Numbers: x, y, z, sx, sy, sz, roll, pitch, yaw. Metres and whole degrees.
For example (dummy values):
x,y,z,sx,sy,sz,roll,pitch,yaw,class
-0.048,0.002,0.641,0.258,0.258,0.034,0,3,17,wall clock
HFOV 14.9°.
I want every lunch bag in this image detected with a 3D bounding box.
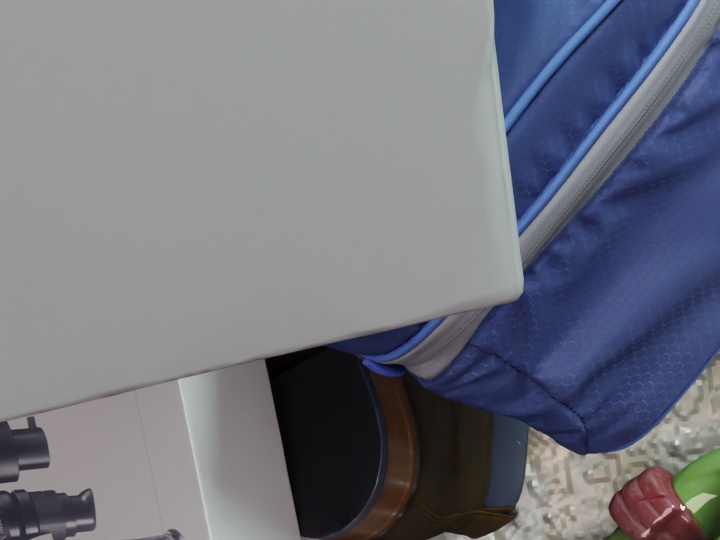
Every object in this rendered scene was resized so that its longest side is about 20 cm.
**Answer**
x,y,z,sx,sy,sz,roll,pitch,yaw,class
0.050,-0.051,0.800,0.132,0.136,0.200,25,116,-30,lunch bag

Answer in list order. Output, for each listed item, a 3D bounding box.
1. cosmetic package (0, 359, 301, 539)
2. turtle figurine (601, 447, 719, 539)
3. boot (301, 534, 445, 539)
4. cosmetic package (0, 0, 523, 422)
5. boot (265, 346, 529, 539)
x,y,z,sx,sy,sz,roll,pitch,yaw,class
-0.101,0.044,0.871,0.150,0.052,0.201,-9,96,32,cosmetic package
0.114,0.043,0.874,0.194,0.200,0.144,-49,56,12,turtle figurine
-0.047,0.080,0.934,0.090,0.073,0.200,-34,96,29,boot
-0.071,-0.090,0.650,0.166,0.200,0.168,-13,119,-7,cosmetic package
0.000,0.000,0.921,0.075,0.097,0.201,-22,66,33,boot
